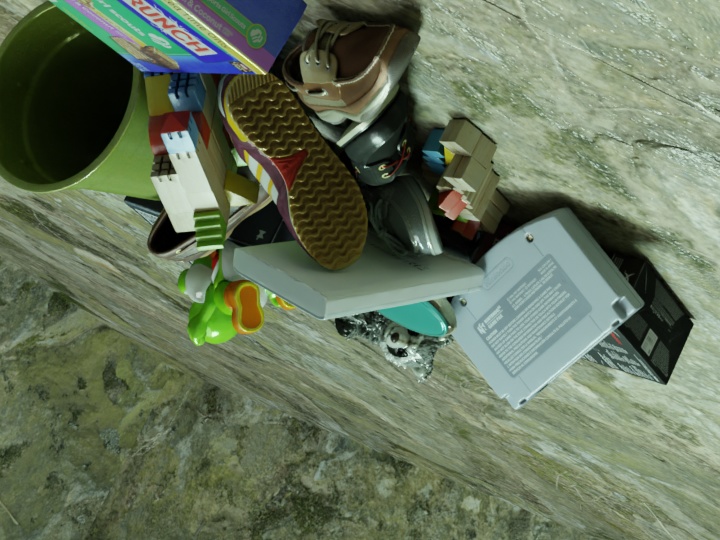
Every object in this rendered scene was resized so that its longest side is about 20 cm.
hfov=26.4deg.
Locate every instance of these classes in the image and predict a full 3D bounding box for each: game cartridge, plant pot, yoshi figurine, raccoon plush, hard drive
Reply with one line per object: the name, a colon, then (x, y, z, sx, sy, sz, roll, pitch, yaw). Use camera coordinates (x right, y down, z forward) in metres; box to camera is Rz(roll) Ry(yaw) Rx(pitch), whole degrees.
game cartridge: (0.164, 0.032, 1.442, 0.133, 0.040, 0.200, 51, 136, 7)
plant pot: (-0.243, -0.152, 1.546, 0.200, 0.201, 0.190, 19, 178, 33)
yoshi figurine: (-0.135, 0.037, 1.664, 0.112, 0.112, 0.200, 25, 171, -28)
raccoon plush: (0.064, 0.041, 1.753, 0.134, 0.200, 0.097, 33, 126, 12)
hard drive: (0.000, 0.000, 1.423, 0.200, 0.027, 0.132, -8, -154, -42)

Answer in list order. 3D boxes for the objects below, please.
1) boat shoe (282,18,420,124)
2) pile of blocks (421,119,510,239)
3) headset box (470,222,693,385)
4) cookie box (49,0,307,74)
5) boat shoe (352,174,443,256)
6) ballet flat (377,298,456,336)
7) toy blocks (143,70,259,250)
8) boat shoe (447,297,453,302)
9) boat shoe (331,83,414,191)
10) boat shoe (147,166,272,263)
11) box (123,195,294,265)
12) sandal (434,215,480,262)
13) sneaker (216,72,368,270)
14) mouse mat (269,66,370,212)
boat shoe: (-0.015, -0.163, 1.221, 0.072, 0.076, 0.200, 32, 165, -15)
pile of blocks: (0.082, -0.076, 1.398, 0.082, 0.062, 0.200, 23, 167, 16)
headset box: (0.210, 0.030, 1.534, 0.200, 0.077, 0.149, 18, 165, 38)
cookie box: (-0.171, -0.234, 1.244, 0.171, 0.075, 0.200, 37, 164, -35)
boat shoe: (0.021, -0.057, 1.461, 0.202, 0.065, 0.075, 45, 159, 58)
ballet flat: (0.020, 0.004, 1.529, 0.200, 0.062, 0.068, 22, 141, 28)
toy blocks: (-0.154, -0.138, 1.394, 0.100, 0.200, 0.137, -6, 139, 11)
boat shoe: (0.065, 0.004, 1.647, 0.200, 0.072, 0.065, 22, -157, -51)
boat shoe: (0.019, -0.113, 1.328, 0.063, 0.074, 0.201, 47, 174, 0)
boat shoe: (-0.140, -0.079, 1.555, 0.070, 0.200, 0.070, 51, -154, 21)
box: (-0.125, -0.062, 1.745, 0.200, 0.124, 0.198, 19, 166, 25)
sandal: (0.096, -0.041, 1.573, 0.075, 0.048, 0.200, 25, -179, 16)
sneaker: (-0.060, -0.094, 1.369, 0.200, 0.075, 0.090, 62, 171, -16)
mouse mat: (-0.070, -0.128, 1.437, 0.200, 0.008, 0.161, 55, 163, -6)
